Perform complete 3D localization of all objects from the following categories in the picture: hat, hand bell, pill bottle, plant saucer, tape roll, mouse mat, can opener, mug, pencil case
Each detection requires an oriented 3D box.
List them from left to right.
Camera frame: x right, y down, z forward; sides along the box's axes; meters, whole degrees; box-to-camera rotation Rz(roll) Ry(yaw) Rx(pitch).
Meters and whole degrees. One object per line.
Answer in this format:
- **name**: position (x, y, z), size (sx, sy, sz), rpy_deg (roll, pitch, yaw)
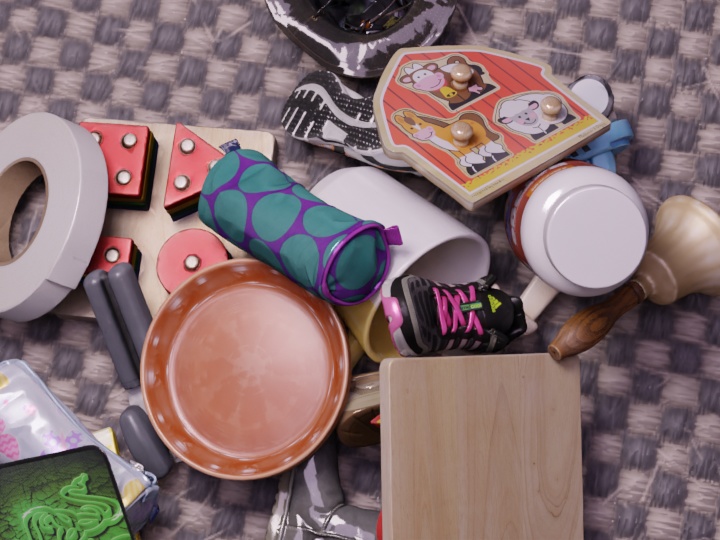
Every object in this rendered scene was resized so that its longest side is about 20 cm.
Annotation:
- **tape roll**: position (-0.318, -0.051, 1.769), size (0.202, 0.037, 0.205), rpy_deg (-20, 61, 39)
- **mouse mat**: position (-0.280, 0.246, 1.677), size (0.199, 0.008, 0.162), rpy_deg (-15, 96, 33)
- **pencil case**: position (-0.277, 0.171, 1.706), size (0.200, 0.083, 0.091), rpy_deg (39, 120, 16)
- **can opener**: position (-0.208, 0.096, 1.726), size (0.053, 0.067, 0.202), rpy_deg (-15, 104, 19)
- **plant saucer**: position (-0.103, 0.090, 1.688), size (0.198, 0.032, 0.202), rpy_deg (-2, 82, 14)
- **pencil case**: position (-0.059, -0.042, 1.657), size (0.092, 0.086, 0.200), rpy_deg (-35, 44, -23)
- **hat**: position (0.001, -0.281, 1.837), size (0.198, 0.081, 0.203), rpy_deg (-1, 83, 4)
- **mug**: position (0.003, -0.008, 1.723), size (0.186, 0.150, 0.153), rpy_deg (-36, 58, -17)
- **pill bottle**: position (0.190, -0.038, 1.618), size (0.111, 0.200, 0.113), rpy_deg (0, 96, -2)
- **hand bell**: position (0.242, 0.025, 1.675), size (0.199, 0.104, 0.104), rpy_deg (-34, 72, -27)

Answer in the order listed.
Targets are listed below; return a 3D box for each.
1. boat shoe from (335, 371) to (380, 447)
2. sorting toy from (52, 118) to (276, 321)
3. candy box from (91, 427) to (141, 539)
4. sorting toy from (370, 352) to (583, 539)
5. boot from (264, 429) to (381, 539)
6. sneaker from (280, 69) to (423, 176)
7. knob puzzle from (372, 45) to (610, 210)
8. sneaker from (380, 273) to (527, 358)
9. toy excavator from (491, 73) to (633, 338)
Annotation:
- **boat shoe**: position (0.065, 0.109, 1.713), size (0.198, 0.072, 0.065), rpy_deg (-7, 42, -19)
- **sorting toy**: position (-0.193, -0.052, 1.789), size (0.197, 0.070, 0.202), rpy_deg (5, 75, 7)
- **candy box**: position (-0.257, 0.258, 1.740), size (0.101, 0.026, 0.202), rpy_deg (-17, 73, 3)
- **sorting toy**: position (0.096, 0.175, 1.631), size (0.197, 0.069, 0.202), rpy_deg (0, 89, -29)
- **boot**: position (0.021, 0.229, 1.695), size (0.198, 0.073, 0.184), rpy_deg (11, 84, 14)
- **sneaker**: position (-0.004, -0.134, 1.776), size (0.200, 0.080, 0.074), rpy_deg (30, 87, 50)
- **knob puzzle**: position (0.098, -0.154, 1.673), size (0.217, 0.031, 0.221), rpy_deg (1, 44, -1)
- **sneaker**: position (0.087, 0.037, 1.627), size (0.087, 0.200, 0.074), rpy_deg (-18, 74, 25)
- **toy excavator**: position (0.183, -0.059, 1.752), size (0.193, 0.100, 0.201), rpy_deg (-23, 83, 0)
